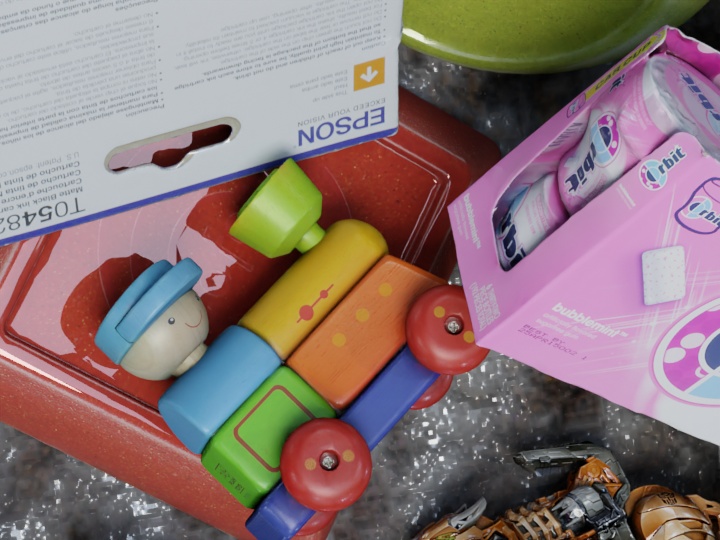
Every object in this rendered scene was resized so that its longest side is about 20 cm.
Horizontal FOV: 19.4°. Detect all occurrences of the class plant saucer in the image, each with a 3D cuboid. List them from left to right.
[{"bbox_3d":[-0.056,-0.008,0.847,0.199,0.037,0.201,28,82,-17],"label":"plant saucer"},{"bbox_3d":[0.049,-0.143,0.800,0.199,0.200,0.031,34,49,-17],"label":"plant saucer"}]

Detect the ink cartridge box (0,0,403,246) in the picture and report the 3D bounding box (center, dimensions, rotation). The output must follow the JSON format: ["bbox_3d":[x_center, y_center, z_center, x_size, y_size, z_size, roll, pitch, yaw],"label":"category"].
[{"bbox_3d":[-0.076,-0.107,0.752,0.198,0.041,0.201,-16,141,-17],"label":"ink cartridge box"}]

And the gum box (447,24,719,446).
[{"bbox_3d":[0.136,-0.002,0.769,0.199,0.113,0.067,22,41,-35],"label":"gum box"}]

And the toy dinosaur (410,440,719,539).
[{"bbox_3d":[0.121,0.138,0.889,0.198,0.102,0.137,-7,76,2],"label":"toy dinosaur"}]

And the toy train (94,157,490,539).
[{"bbox_3d":[0.000,0.000,0.815,0.116,0.085,0.200,43,72,2],"label":"toy train"}]
